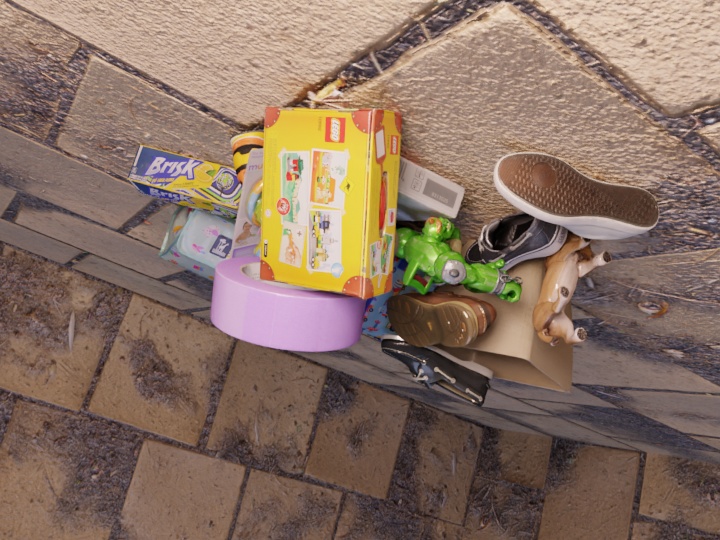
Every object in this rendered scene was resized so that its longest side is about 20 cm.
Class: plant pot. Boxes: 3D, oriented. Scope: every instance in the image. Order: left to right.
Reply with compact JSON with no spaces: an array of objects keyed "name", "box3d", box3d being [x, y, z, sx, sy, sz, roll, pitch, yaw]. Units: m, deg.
[{"name":"plant pot","box3d":[0.226,0.063,1.109,0.196,0.182,0.199,6,163,39]}]

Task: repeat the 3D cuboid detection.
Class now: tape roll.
[{"name":"tape roll","box3d":[-0.090,0.038,0.899,0.194,0.068,0.200,10,-168,-2]}]

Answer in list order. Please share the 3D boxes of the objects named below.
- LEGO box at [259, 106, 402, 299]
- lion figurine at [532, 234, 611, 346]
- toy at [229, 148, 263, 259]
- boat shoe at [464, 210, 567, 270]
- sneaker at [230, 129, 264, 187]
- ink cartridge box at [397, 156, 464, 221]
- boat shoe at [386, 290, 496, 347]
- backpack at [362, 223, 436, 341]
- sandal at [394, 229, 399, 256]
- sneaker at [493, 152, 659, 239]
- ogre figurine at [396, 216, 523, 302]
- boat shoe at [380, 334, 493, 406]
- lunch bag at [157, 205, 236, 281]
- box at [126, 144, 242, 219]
[{"name":"LEGO box","box3d":[-0.036,-0.083,0.817,0.145,0.206,0.077,9,-169,28]},{"name":"lion figurine","box3d":[0.262,0.026,0.926,0.072,0.202,0.122,36,157,-4]},{"name":"toy","box3d":[-0.108,-0.074,0.955,0.113,0.048,0.202,-15,144,-35]},{"name":"boat shoe","box3d":[0.196,-0.040,0.986,0.066,0.074,0.199,20,163,-23]},{"name":"sneaker","box3d":[-0.133,-0.115,1.016,0.068,0.093,0.200,-11,157,11]},{"name":"ink cartridge box","box3d":[0.030,-0.119,0.976,0.159,0.051,0.199,23,177,-21]},{"name":"boat shoe","box3d":[0.110,0.065,0.993,0.066,0.074,0.198,-17,-170,-32]},{"name":"backpack","box3d":[0.000,0.000,1.103,0.197,0.184,0.136,24,-156,-30]},{"name":"sandal","box3d":[0.012,-0.022,0.951,0.053,0.082,0.200,-26,172,-28]},{"name":"sneaker","box3d":[0.236,-0.073,0.817,0.195,0.075,0.085,18,163,-7]},{"name":"ogre figurine","box3d":[0.113,-0.013,0.941,0.118,0.099,0.201,12,-147,-44]},{"name":"boat shoe","box3d":[0.116,0.155,1.096,0.195,0.062,0.076,21,166,-9]},{"name":"lunch bag","box3d":[-0.277,-0.060,1.359,0.168,0.125,0.198,26,154,-25]},{"name":"box","box3d":[-0.275,-0.143,1.160,0.194,0.066,0.070,14,166,8]}]
